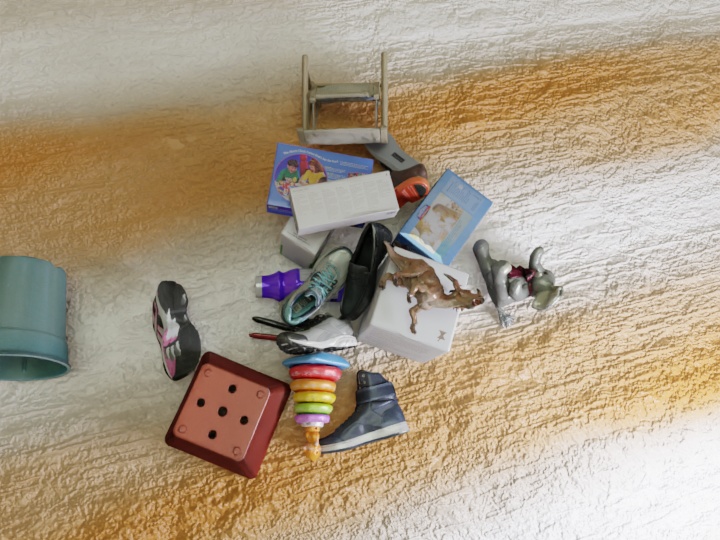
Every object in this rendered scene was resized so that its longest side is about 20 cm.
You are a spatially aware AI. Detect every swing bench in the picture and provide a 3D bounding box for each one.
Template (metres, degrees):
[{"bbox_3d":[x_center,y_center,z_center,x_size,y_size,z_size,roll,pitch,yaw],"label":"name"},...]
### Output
[{"bbox_3d":[-0.035,-0.374,1.306,0.196,0.130,0.203,1,77,4],"label":"swing bench"}]

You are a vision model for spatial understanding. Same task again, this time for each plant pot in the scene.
[{"bbox_3d":[-0.255,0.272,1.089,0.198,0.176,0.202,23,73,-3],"label":"plant pot"},{"bbox_3d":[-0.648,0.090,1.079,0.197,0.201,0.198,-2,67,-9],"label":"plant pot"}]

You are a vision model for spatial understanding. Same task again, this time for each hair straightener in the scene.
[{"bbox_3d":[-0.135,0.117,1.219,0.197,0.041,0.078,8,74,-7],"label":"hair straightener"}]

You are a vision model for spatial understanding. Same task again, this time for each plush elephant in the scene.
[{"bbox_3d":[0.362,0.019,1.265,0.153,0.165,0.202,-20,107,0],"label":"plush elephant"}]

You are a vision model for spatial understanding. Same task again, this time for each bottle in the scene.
[{"bbox_3d":[-0.125,0.033,1.221,0.197,0.084,0.066,-1,64,-8],"label":"bottle"}]

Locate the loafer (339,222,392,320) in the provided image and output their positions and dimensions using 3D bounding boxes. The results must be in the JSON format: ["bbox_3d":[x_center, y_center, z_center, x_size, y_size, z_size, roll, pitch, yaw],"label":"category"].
[{"bbox_3d":[0.000,0.000,1.135,0.068,0.070,0.203,22,91,40],"label":"loafer"}]

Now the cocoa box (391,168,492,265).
[{"bbox_3d":[0.176,-0.097,1.277,0.133,0.131,0.201,37,73,3],"label":"cocoa box"}]

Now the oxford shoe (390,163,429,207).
[{"bbox_3d":[0.067,-0.176,1.278,0.198,0.071,0.073,-18,52,31],"label":"oxford shoe"}]

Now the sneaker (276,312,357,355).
[{"bbox_3d":[-0.090,0.126,1.147,0.199,0.073,0.080,3,75,-49],"label":"sneaker"}]

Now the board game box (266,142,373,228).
[{"bbox_3d":[-0.080,-0.171,1.150,0.197,0.045,0.136,9,74,-6],"label":"board game box"}]

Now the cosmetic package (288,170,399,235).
[{"bbox_3d":[-0.033,-0.129,1.096,0.198,0.051,0.084,-11,80,-12],"label":"cosmetic package"}]

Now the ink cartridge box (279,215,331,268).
[{"bbox_3d":[-0.090,-0.117,1.234,0.087,0.145,0.201,31,73,0],"label":"ink cartridge box"}]

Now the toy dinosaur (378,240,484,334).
[{"bbox_3d":[0.121,0.022,1.058,0.135,0.086,0.201,-29,70,-23],"label":"toy dinosaur"}]

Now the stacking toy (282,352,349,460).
[{"bbox_3d":[-0.092,0.271,1.132,0.115,0.109,0.203,18,64,-42],"label":"stacking toy"}]

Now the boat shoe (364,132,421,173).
[{"bbox_3d":[0.075,-0.258,1.339,0.068,0.057,0.200,-34,64,-17],"label":"boat shoe"}]

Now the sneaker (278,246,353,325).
[{"bbox_3d":[-0.080,0.038,1.142,0.077,0.086,0.200,41,87,-10],"label":"sneaker"}]

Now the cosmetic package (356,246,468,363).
[{"bbox_3d":[0.101,0.079,1.183,0.166,0.200,0.168,20,73,-4],"label":"cosmetic package"}]

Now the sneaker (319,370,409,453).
[{"bbox_3d":[-0.015,0.289,1.175,0.200,0.077,0.148,-15,73,-8],"label":"sneaker"}]

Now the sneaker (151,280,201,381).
[{"bbox_3d":[-0.379,0.128,1.158,0.080,0.086,0.202,5,61,-36],"label":"sneaker"}]
